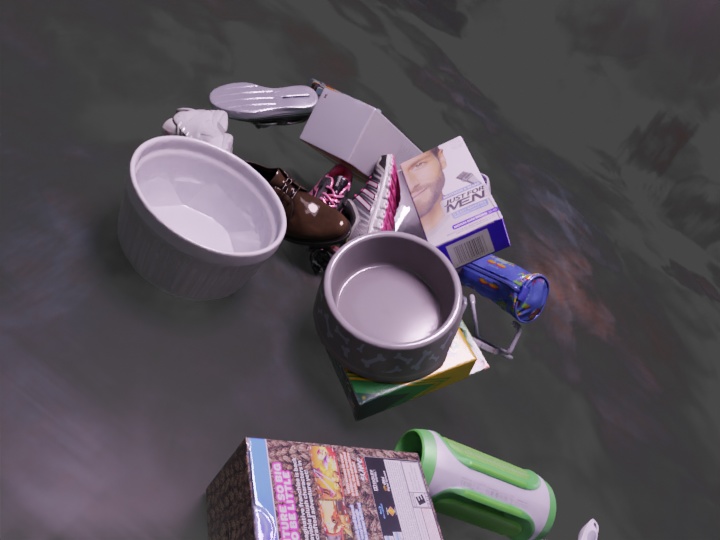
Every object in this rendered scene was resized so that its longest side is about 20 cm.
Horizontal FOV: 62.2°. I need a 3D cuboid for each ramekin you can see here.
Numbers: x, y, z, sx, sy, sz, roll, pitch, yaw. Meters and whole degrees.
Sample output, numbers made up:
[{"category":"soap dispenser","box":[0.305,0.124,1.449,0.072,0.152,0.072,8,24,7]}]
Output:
[{"category":"ramekin","box":[-0.200,-0.058,0.733,0.197,0.105,0.202,26,35,-20]}]

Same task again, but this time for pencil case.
[{"category":"pencil case","box":[0.201,0.009,0.954,0.086,0.079,0.199,17,10,-46]}]

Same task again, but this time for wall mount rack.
[{"category":"wall mount rack","box":[0.167,0.072,0.978,0.197,0.076,0.173,25,2,-22]}]

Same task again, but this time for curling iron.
[{"category":"curling iron","box":[0.000,0.000,0.923,0.197,0.050,0.026,18,38,-38]}]

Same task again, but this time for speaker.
[{"category":"speaker","box":[0.134,0.255,0.705,0.197,0.089,0.089,26,35,-20]}]

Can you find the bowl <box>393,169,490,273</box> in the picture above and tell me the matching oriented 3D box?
[{"category":"bowl","box":[0.106,-0.069,0.965,0.202,0.196,0.075,-60,141,-28]}]

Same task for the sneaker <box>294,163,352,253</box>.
[{"category":"sneaker","box":[-0.057,-0.106,0.942,0.078,0.096,0.201,33,35,-11]}]

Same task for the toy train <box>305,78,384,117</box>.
[{"category":"toy train","box":[-0.034,-0.332,1.252,0.197,0.086,0.115,11,32,-37]}]

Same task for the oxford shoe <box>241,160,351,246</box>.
[{"category":"oxford shoe","box":[-0.103,-0.096,0.844,0.196,0.085,0.073,23,59,8]}]

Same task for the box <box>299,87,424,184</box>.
[{"category":"box","box":[0.009,-0.215,1.046,0.123,0.099,0.199,31,4,34]}]

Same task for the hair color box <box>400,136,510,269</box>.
[{"category":"hair color box","box":[0.135,-0.101,0.882,0.202,0.107,0.065,-103,167,-46]}]

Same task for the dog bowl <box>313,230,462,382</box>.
[{"category":"dog bowl","box":[0.038,0.035,0.748,0.195,0.059,0.203,3,53,-4]}]

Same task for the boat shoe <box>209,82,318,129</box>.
[{"category":"boat shoe","box":[-0.172,-0.285,1.068,0.196,0.071,0.073,-4,62,-21]}]

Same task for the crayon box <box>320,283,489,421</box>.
[{"category":"crayon box","box":[0.061,0.095,0.774,0.196,0.051,0.128,-17,57,-19]}]

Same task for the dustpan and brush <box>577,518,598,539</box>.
[{"category":"dustpan and brush","box":[0.233,0.357,0.691,0.141,0.057,0.199,54,35,8]}]

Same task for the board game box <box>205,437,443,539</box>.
[{"category":"board game box","box":[-0.026,0.254,0.537,0.197,0.097,0.161,16,39,-31]}]

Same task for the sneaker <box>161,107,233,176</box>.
[{"category":"sneaker","box":[-0.242,-0.184,0.875,0.097,0.079,0.201,8,27,-23]}]

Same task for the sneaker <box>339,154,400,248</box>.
[{"category":"sneaker","box":[0.012,-0.104,0.939,0.085,0.074,0.203,0,57,18]}]
